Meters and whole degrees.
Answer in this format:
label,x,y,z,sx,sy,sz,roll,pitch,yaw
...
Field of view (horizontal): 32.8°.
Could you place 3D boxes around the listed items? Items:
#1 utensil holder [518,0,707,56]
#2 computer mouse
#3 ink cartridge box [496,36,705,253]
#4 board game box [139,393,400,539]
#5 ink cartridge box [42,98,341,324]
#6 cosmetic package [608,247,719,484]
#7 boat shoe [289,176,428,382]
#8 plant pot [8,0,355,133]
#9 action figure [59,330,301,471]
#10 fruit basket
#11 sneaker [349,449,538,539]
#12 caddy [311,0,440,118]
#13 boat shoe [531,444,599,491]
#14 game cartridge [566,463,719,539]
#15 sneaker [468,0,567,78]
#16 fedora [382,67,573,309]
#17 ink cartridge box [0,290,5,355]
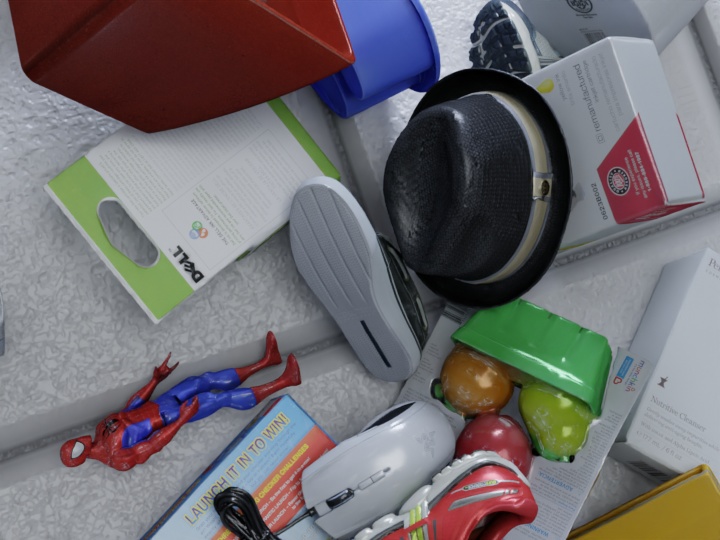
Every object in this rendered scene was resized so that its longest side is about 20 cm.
label,x,y,z,sx,sy,sz,roll,pitch,yaw
utensil holder,0.260,-0.304,1.130,0.170,0.170,0.200,44,73,-5
computer mouse,-0.007,0.170,0.965,0.200,0.044,0.110,-33,90,-16
ink cartridge box,0.167,-0.091,1.039,0.083,0.200,0.146,-11,82,-51
board game box,-0.063,0.240,0.993,0.196,0.056,0.200,46,71,-5
ink cartridge box,-0.141,-0.069,1.015,0.200,0.076,0.148,-40,93,-17
cosmetic package,0.306,0.095,1.118,0.113,0.081,0.200,28,75,-8
boat shoe,0.000,0.000,1.028,0.200,0.072,0.071,67,30,-28
plant pot,-0.151,-0.217,0.905,0.200,0.176,0.200,21,45,-52
action figure,-0.148,0.108,0.988,0.200,0.065,0.052,-27,132,-19
fruit basket,0.123,0.128,1.039,0.185,0.094,0.200,24,85,22
sneaker,0.052,0.223,0.935,0.200,0.085,0.077,-43,137,-4
caddy,-0.008,-0.230,1.049,0.105,0.141,0.200,-34,92,-14
boat shoe,0.132,0.218,1.050,0.070,0.070,0.200,43,73,-11
game cartridge,0.271,0.293,1.057,0.176,0.032,0.200,-30,93,12
sneaker,0.174,-0.164,1.138,0.086,0.078,0.200,-31,95,-35
fedora,0.075,-0.066,0.997,0.091,0.200,0.201,-5,81,-49
ink cartridge box,-0.360,0.050,0.881,0.199,0.160,0.047,-12,83,-18
